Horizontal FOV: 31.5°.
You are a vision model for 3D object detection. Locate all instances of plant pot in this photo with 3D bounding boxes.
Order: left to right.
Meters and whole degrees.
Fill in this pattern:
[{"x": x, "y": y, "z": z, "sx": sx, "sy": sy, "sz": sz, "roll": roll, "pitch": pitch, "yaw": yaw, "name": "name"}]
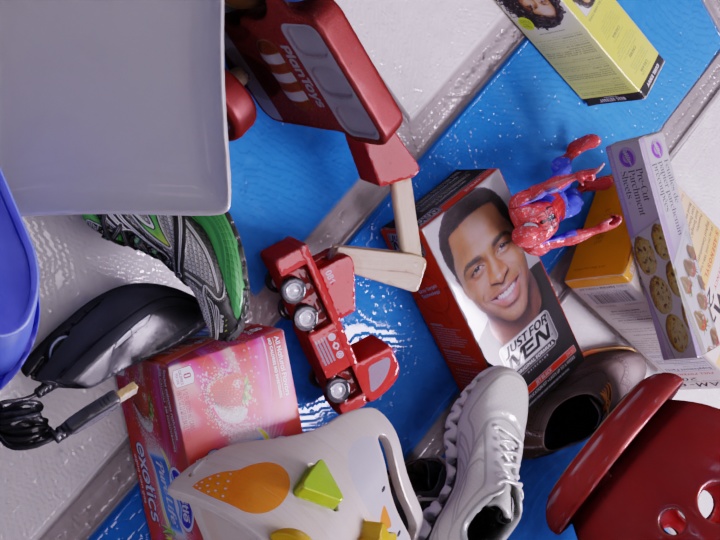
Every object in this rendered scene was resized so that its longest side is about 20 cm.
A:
[{"x": 0.272, "y": 0.204, "z": 1.102, "sx": 0.182, "sy": 0.201, "sz": 0.200, "roll": 39, "pitch": 64, "yaw": 15, "name": "plant pot"}]

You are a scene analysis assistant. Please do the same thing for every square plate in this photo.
[{"x": -0.179, "y": -0.135, "z": 0.844, "sx": 0.028, "sy": 0.200, "sz": 0.199, "roll": -13, "pitch": 102, "yaw": -76, "name": "square plate"}]

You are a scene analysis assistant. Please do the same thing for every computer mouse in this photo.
[{"x": -0.175, "y": 0.053, "z": 0.857, "sx": 0.200, "sy": 0.140, "sz": 0.046, "roll": -26, "pitch": 112, "yaw": -31, "name": "computer mouse"}]

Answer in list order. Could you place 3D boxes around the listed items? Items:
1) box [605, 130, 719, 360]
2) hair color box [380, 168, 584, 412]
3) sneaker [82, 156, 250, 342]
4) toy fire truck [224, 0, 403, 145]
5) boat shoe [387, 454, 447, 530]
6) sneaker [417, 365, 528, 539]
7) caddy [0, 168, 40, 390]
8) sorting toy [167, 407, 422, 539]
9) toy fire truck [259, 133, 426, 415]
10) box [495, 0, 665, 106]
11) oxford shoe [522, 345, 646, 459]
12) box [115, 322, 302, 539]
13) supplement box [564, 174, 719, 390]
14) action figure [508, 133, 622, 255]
[{"x": 0.266, "y": -0.020, "z": 1.123, "sx": 0.039, "sy": 0.041, "sz": 0.200, "roll": -21, "pitch": 97, "yaw": -41, "name": "box"}, {"x": 0.108, "y": 0.023, "z": 1.105, "sx": 0.101, "sy": 0.061, "sz": 0.200, "roll": -39, "pitch": 113, "yaw": -27, "name": "hair color box"}, {"x": -0.144, "y": -0.032, "z": 0.896, "sx": 0.085, "sy": 0.078, "sz": 0.200, "roll": -31, "pitch": 78, "yaw": -19, "name": "sneaker"}, {"x": -0.066, "y": -0.178, "z": 0.896, "sx": 0.112, "sy": 0.168, "sz": 0.200, "roll": -49, "pitch": 128, "yaw": -23, "name": "toy fire truck"}, {"x": 0.051, "y": 0.187, "z": 1.071, "sx": 0.200, "sy": 0.074, "sz": 0.060, "roll": -8, "pitch": 102, "yaw": -26, "name": "boat shoe"}, {"x": 0.103, "y": 0.166, "z": 1.019, "sx": 0.075, "sy": 0.081, "sz": 0.200, "roll": 33, "pitch": 61, "yaw": -23, "name": "sneaker"}, {"x": -0.280, "y": -0.008, "z": 0.792, "sx": 0.141, "sy": 0.105, "sz": 0.200, "roll": -21, "pitch": 82, "yaw": -25, "name": "caddy"}, {"x": -0.016, "y": 0.192, "z": 0.907, "sx": 0.180, "sy": 0.107, "sz": 0.200, "roll": -41, "pitch": 118, "yaw": -49, "name": "sorting toy"}, {"x": 0.000, "y": 0.000, "z": 1.012, "sx": 0.141, "sy": 0.049, "sz": 0.200, "roll": -28, "pitch": 108, "yaw": -13, "name": "toy fire truck"}, {"x": 0.182, "y": -0.230, "z": 1.136, "sx": 0.200, "sy": 0.075, "sz": 0.050, "roll": 40, "pitch": 68, "yaw": -29, "name": "box"}, {"x": 0.208, "y": 0.125, "z": 1.171, "sx": 0.200, "sy": 0.073, "sz": 0.071, "roll": -26, "pitch": 107, "yaw": -35, "name": "oxford shoe"}, {"x": -0.102, "y": 0.145, "z": 0.942, "sx": 0.100, "sy": 0.095, "sz": 0.200, "roll": -17, "pitch": 102, "yaw": -34, "name": "box"}, {"x": 0.296, "y": 0.011, "z": 1.218, "sx": 0.200, "sy": 0.073, "sz": 0.126, "roll": 39, "pitch": 61, "yaw": -30, "name": "supplement box"}, {"x": 0.192, "y": -0.067, "z": 1.093, "sx": 0.200, "sy": 0.099, "sz": 0.065, "roll": -40, "pitch": 112, "yaw": -52, "name": "action figure"}]
